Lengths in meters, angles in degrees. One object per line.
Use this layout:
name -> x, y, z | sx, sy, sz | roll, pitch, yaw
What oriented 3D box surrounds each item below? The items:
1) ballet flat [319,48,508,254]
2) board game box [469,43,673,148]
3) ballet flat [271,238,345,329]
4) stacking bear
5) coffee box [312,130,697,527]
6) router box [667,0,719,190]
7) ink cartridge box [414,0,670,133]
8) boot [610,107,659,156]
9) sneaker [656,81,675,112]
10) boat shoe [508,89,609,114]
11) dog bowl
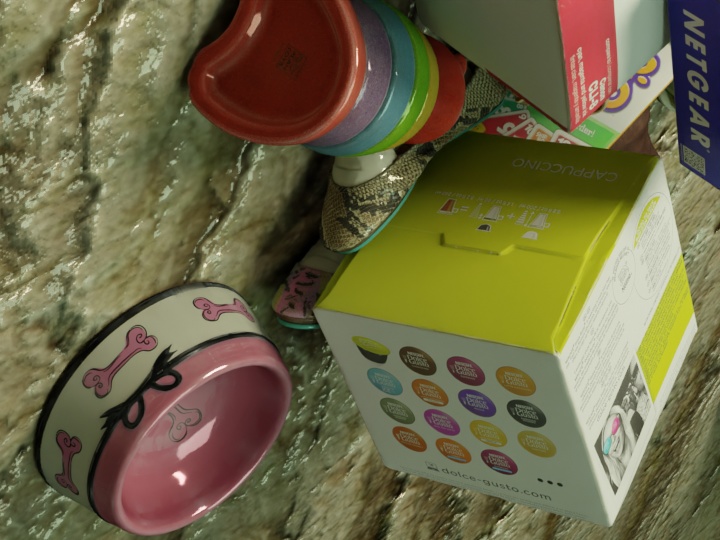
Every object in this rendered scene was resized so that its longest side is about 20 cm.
ballet flat -> 0.029, -0.102, 1.201 | 0.200, 0.068, 0.075 | -45, 130, -20
board game box -> 0.178, -0.145, 1.310 | 0.200, 0.096, 0.030 | -46, 177, -8
ballet flat -> 0.000, 0.000, 1.278 | 0.200, 0.069, 0.071 | -7, 112, -56
stacking bear -> 0.002, -0.128, 1.081 | 0.200, 0.114, 0.122 | 1, 124, -60
coffee box -> 0.116, 0.035, 1.228 | 0.200, 0.199, 0.198 | -58, 143, -32
router box -> 0.279, -0.171, 1.057 | 0.179, 0.049, 0.200 | -41, 147, -15
ink cartridge box -> 0.145, -0.223, 1.022 | 0.200, 0.145, 0.145 | -42, 151, -13
boot -> 0.188, -0.076, 1.405 | 0.200, 0.072, 0.166 | -49, 139, -17
sneaker -> 0.294, -0.176, 1.438 | 0.077, 0.089, 0.200 | -54, 150, 9
boat shoe -> 0.137, -0.153, 1.204 | 0.074, 0.069, 0.200 | -13, 171, 33
dog bowl -> -0.135, 0.109, 1.201 | 0.200, 0.074, 0.200 | -35, 148, -26
